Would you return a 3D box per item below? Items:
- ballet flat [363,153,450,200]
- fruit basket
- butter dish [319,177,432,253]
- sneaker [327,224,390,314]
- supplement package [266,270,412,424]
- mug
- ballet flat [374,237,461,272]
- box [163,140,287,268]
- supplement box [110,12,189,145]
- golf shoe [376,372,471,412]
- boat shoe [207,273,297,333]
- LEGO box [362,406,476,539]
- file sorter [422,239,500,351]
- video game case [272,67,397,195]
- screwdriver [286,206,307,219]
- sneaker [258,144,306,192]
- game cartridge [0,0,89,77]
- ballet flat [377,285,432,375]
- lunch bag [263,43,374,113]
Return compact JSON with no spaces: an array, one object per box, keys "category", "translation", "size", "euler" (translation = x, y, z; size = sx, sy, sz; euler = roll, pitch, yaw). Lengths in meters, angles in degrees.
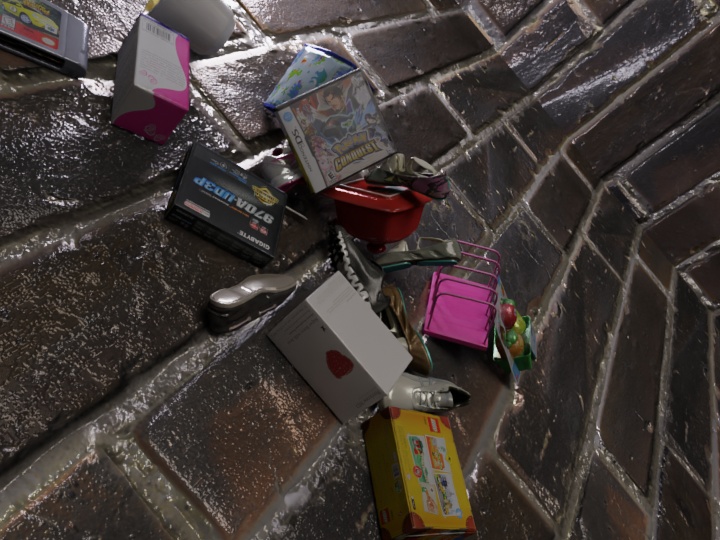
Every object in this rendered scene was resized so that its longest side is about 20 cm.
[{"category":"ballet flat","translation":[0.094,-0.194,1.303],"size":[0.199,0.072,0.069],"euler":[18,28,34]},{"category":"fruit basket","translation":[0.342,0.127,1.484],"size":[0.186,0.093,0.201],"euler":[-72,148,-51]},{"category":"butter dish","translation":[0.038,-0.109,1.380],"size":[0.198,0.150,0.199],"euler":[16,24,32]},{"category":"sneaker","translation":[0.000,0.000,1.277],"size":[0.090,0.067,0.202],"euler":[-13,71,-29]},{"category":"supplement package","translation":[-0.033,0.128,1.094],"size":[0.200,0.121,0.120],"euler":[49,35,-1]},{"category":"mug","translation":[-0.340,-0.542,1.348],"size":[0.153,0.149,0.188],"euler":[35,44,-33]},{"category":"ballet flat","translation":[0.110,-0.035,1.363],"size":[0.067,0.198,0.064],"euler":[71,13,-77]},{"category":"box","translation":[-0.232,-0.116,1.149],"size":[0.199,0.046,0.160],"euler":[30,45,-26]},{"category":"supplement box","translation":[-0.372,-0.341,1.160],"size":[0.101,0.103,0.202],"euler":[21,43,-36]},{"category":"golf shoe","translation":[0.119,0.225,1.182],"size":[0.199,0.097,0.079],"euler":[4,84,-43]},{"category":"boat shoe","translation":[-0.179,0.051,1.072],"size":[0.066,0.058,0.199],"euler":[23,22,25]},{"category":"LEGO box","translation":[0.095,0.340,1.081],"size":[0.148,0.077,0.202],"euler":[20,45,-36]},{"category":"file sorter","translation":[0.226,0.044,1.409],"size":[0.137,0.126,0.201],"euler":[14,40,3]},{"category":"video game case","translation":[-0.046,-0.273,1.279],"size":[0.199,0.025,0.182],"euler":[-29,103,-15]},{"category":"screwdriver","translation":[-0.181,-0.147,1.253],"size":[0.199,0.029,0.028],"euler":[25,42,-24]},{"category":"sneaker","translation":[-0.133,-0.222,1.333],"size":[0.089,0.081,0.200],"euler":[52,34,0]},{"category":"game cartridge","translation":[-0.553,-0.408,1.080],"size":[0.199,0.041,0.134],"euler":[17,43,-39]},{"category":"ballet flat","translation":[0.072,0.120,1.275],"size":[0.072,0.068,0.202],"euler":[-8,63,-28]},{"category":"lunch bag","translation":[-0.099,-0.378,1.388],"size":[0.199,0.171,0.127],"euler":[36,1,30]}]
